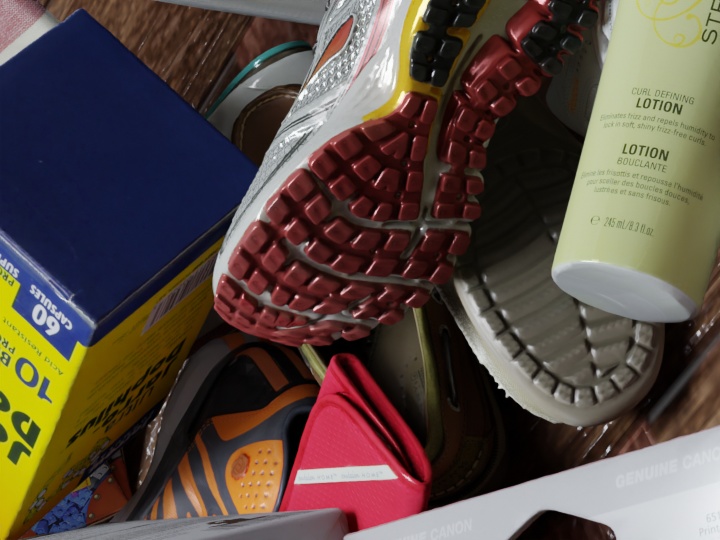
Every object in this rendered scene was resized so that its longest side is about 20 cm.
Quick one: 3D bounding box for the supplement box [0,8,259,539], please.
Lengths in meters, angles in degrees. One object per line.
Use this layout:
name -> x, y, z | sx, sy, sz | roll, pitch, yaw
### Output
supplement box -> -0.133, 0.009, 1.080 | 0.109, 0.110, 0.200 | 42, 145, 9

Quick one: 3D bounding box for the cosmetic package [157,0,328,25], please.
cosmetic package -> -0.061, -0.212, 1.112 | 0.165, 0.165, 0.200 | 17, 99, 57

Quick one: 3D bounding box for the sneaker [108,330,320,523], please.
sneaker -> -0.060, 0.134, 1.128 | 0.112, 0.078, 0.200 | 40, 117, 53

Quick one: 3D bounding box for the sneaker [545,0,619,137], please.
sneaker -> 0.090, -0.143, 0.962 | 0.092, 0.076, 0.200 | -18, 68, 58

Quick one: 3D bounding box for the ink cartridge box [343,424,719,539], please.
ink cartridge box -> 0.083, 0.157, 0.882 | 0.200, 0.045, 0.176 | -21, 66, 42

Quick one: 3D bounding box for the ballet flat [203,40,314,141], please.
ballet flat -> -0.067, -0.027, 1.189 | 0.200, 0.069, 0.069 | -42, 52, 44

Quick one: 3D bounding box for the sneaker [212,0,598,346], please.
sneaker -> 0.013, -0.058, 0.945 | 0.200, 0.078, 0.082 | -53, 30, 13

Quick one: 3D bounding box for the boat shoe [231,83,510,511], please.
boat shoe -> 0.000, 0.000, 1.039 | 0.072, 0.068, 0.200 | -34, 65, 8

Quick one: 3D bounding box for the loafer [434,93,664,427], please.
loafer -> 0.055, -0.022, 0.996 | 0.068, 0.076, 0.200 | 80, 166, -62

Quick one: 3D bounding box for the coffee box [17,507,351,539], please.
coffee box -> -0.078, 0.157, 1.026 | 0.200, 0.080, 0.114 | -13, 87, 58

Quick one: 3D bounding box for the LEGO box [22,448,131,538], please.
LEGO box -> -0.202, 0.032, 1.310 | 0.200, 0.077, 0.149 | 32, 137, 54

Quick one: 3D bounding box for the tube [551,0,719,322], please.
tube -> 0.113, -0.083, 0.880 | 0.052, 0.058, 0.200 | -19, 50, 64

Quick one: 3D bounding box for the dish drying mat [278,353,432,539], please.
dish drying mat -> -0.017, 0.130, 1.014 | 0.077, 0.018, 0.200 | 51, 137, 37

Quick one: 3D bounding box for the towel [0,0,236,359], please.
towel -> -0.124, -0.043, 1.145 | 0.144, 0.200, 0.023 | -31, 23, 49
